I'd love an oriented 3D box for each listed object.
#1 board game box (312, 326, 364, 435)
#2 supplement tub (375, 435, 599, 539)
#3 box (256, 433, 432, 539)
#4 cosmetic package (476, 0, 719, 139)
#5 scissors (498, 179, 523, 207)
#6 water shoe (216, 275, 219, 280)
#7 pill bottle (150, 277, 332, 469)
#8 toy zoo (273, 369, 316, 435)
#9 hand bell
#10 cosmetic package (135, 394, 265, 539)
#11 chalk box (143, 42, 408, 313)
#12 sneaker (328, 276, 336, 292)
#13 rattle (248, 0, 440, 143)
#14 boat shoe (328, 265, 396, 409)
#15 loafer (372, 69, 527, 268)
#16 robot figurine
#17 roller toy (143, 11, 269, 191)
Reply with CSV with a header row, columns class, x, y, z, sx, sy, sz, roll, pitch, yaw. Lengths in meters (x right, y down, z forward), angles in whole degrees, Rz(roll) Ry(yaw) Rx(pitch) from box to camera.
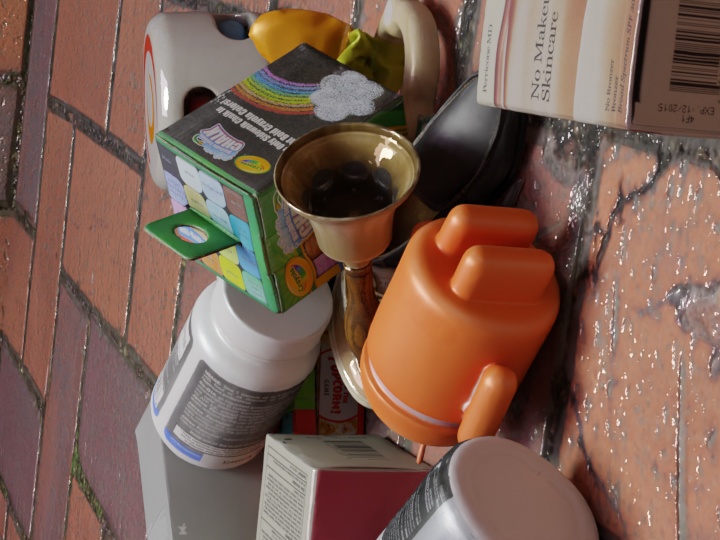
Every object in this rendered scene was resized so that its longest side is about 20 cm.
class,x,y,z,sx,sy,sz,roll,pitch,yaw
board game box,-0.045,0.155,1.542,0.151,0.046,0.201,170,102,-68
supplement tub,0.059,0.215,1.119,0.200,0.122,0.123,-56,35,34
box,-0.019,0.243,1.375,0.128,0.108,0.201,-159,73,-67
cosmetic package,0.153,-0.139,1.021,0.200,0.087,0.104,-159,73,-68
scissors,0.084,0.017,1.275,0.200,0.014,0.073,-48,67,39
water shoe,-0.051,-0.056,1.475,0.200,0.072,0.079,-46,28,-1
pill bottle,-0.100,0.073,1.422,0.200,0.113,0.114,122,145,-49
toy zoo,-0.070,0.185,1.509,0.131,0.020,0.201,151,119,-65
hand bell,0.000,0.000,1.245,0.104,0.104,0.201,-110,9,-45
cosmetic package,-0.134,0.210,1.497,0.090,0.106,0.201,124,141,-53
chalk box,-0.070,-0.061,1.296,0.125,0.200,0.124,33,147,38
sneaker,-0.048,-0.046,1.540,0.118,0.073,0.202,-169,73,-75
rattle,0.003,-0.141,1.350,0.130,0.142,0.201,-47,36,37
boat shoe,0.015,0.012,1.374,0.069,0.073,0.201,124,144,-62
loafer,0.061,-0.069,1.243,0.073,0.072,0.201,52,137,29
robot figurine,0.067,0.042,1.180,0.144,0.116,0.201,38,133,17
roller toy,-0.147,-0.171,1.730,0.183,0.139,0.201,119,147,-68
